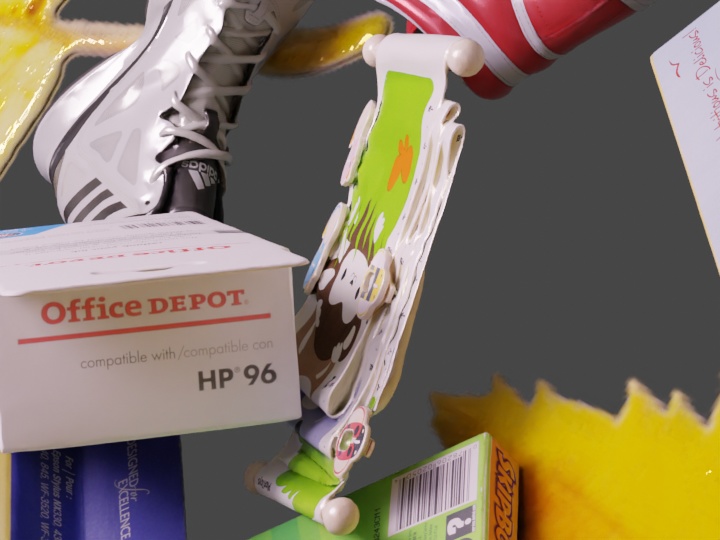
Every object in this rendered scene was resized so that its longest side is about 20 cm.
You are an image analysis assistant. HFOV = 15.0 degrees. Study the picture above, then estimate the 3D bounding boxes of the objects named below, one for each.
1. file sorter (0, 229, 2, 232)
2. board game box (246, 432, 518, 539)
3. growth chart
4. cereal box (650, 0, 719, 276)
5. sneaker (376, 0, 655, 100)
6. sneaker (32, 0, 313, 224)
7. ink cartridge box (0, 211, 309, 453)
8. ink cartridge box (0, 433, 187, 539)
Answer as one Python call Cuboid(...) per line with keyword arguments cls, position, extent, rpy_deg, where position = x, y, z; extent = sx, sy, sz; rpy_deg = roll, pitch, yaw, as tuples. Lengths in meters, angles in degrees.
Cuboid(cls="file sorter", position=(-0.249, 0.042, 1.216), extent=(0.123, 0.139, 0.200), rpy_deg=(39, 95, 14))
Cuboid(cls="board game box", position=(-0.031, 0.135, 0.989), extent=(0.200, 0.030, 0.096), rpy_deg=(-24, 38, 26))
Cuboid(cls="growth chart", position=(0.000, 0.000, 1.026), extent=(0.145, 0.018, 0.200), rpy_deg=(172, 115, -71))
Cuboid(cls="cereal box", position=(0.193, -0.079, 0.906), extent=(0.200, 0.040, 0.144), rpy_deg=(-39, 36, 24))
Cuboid(cls="sneaker", position=(0.052, -0.153, 1.112), extent=(0.112, 0.071, 0.200), rpy_deg=(-37, 41, 20))
Cuboid(cls="sneaker", position=(-0.060, -0.074, 1.196), extent=(0.201, 0.076, 0.115), rpy_deg=(-49, 43, 24))
Cuboid(cls="ink cartridge box", position=(-0.093, 0.023, 1.042), extent=(0.200, 0.116, 0.068), rpy_deg=(-160, 64, -74))
Cuboid(cls="ink cartridge box", position=(-0.157, 0.148, 1.041), extent=(0.200, 0.047, 0.198), rpy_deg=(-31, 37, 18))
